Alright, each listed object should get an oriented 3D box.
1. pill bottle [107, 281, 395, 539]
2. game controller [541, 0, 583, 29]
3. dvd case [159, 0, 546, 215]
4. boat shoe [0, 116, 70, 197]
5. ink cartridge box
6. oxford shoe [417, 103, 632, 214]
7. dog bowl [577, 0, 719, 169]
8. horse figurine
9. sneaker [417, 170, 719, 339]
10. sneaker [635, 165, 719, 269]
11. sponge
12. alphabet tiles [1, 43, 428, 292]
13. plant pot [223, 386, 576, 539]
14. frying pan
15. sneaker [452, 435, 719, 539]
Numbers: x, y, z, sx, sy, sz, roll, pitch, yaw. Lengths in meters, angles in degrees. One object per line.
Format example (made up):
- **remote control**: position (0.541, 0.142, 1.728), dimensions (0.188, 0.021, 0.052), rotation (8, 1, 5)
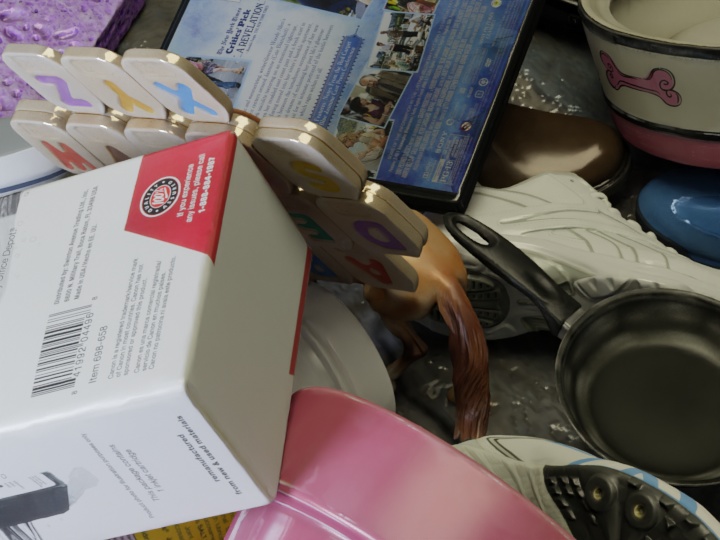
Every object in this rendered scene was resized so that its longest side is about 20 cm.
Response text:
- **pill bottle**: position (-0.086, 0.089, 1.114), dimensions (0.199, 0.113, 0.112), rotation (-31, 56, -22)
- **game controller**: position (0.085, -0.205, 1.405), dimensions (0.199, 0.042, 0.104), rotation (27, 55, 21)
- **dvd case**: position (-0.016, -0.105, 1.243), dimensions (0.199, 0.018, 0.143), rotation (11, 63, 23)
- **boat shoe**: position (-0.231, -0.014, 1.230), dimensions (0.201, 0.087, 0.075), rotation (-20, 23, 0)
- **ink cartridge box**: position (-0.132, 0.039, 1.006), dimensions (0.199, 0.084, 0.145), rotation (-14, 43, 22)
- **oxford shoe**: position (0.048, -0.072, 1.267), dimensions (0.198, 0.085, 0.073), rotation (3, 48, 2)
- **dog bowl**: position (0.217, -0.116, 1.264), dimensions (0.199, 0.074, 0.200), rotation (-4, 22, 2)
- **horse figurine**: position (0.000, 0.000, 1.174), dimensions (0.200, 0.133, 0.050), rotation (35, 57, 27)
- **sneaker**: position (0.121, -0.009, 1.211), dimensions (0.199, 0.078, 0.100), rotation (14, 50, 6)
- **sneaker**: position (0.245, -0.039, 1.239), dimensions (0.199, 0.079, 0.066), rotation (8, 52, 10)
- **sponge**: position (-0.210, -0.115, 1.344), dimensions (0.111, 0.030, 0.201), rotation (15, 52, 14)
- **alphabet tiles**: position (-0.067, -0.042, 1.073), dimensions (0.199, 0.196, 0.015), rotation (7, 65, 41)
- **plant pot**: position (-0.001, 0.179, 0.999), dimensions (0.199, 0.200, 0.179), rotation (29, 72, 23)
- **frying pan**: position (0.112, 0.046, 1.119), dimensions (0.189, 0.031, 0.115), rotation (17, 51, 9)
- **sneaker**: position (0.106, 0.114, 1.070), dimensions (0.072, 0.072, 0.199), rotation (-3, 10, -35)
